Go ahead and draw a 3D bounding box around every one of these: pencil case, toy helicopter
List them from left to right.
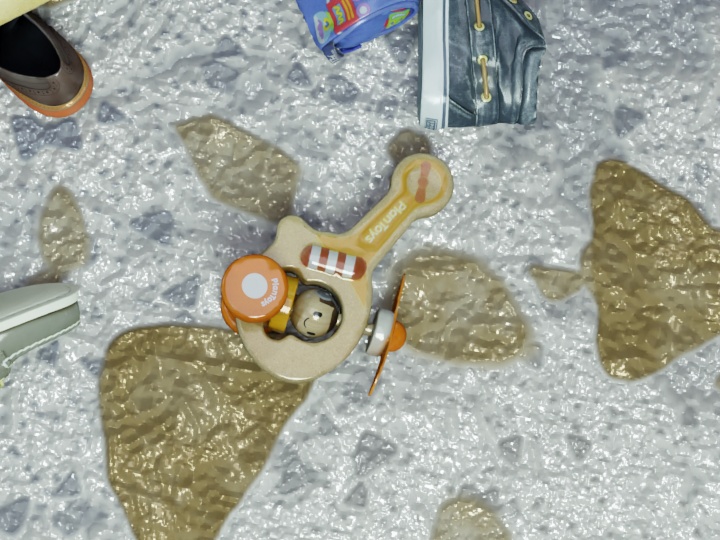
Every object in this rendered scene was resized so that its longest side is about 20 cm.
[{"bbox_3d":[-0.036,-0.251,1.266,0.078,0.087,0.200,-20,79,-49],"label":"pencil case"},{"bbox_3d":[0.000,0.000,1.224,0.132,0.079,0.200,42,78,5],"label":"toy helicopter"}]

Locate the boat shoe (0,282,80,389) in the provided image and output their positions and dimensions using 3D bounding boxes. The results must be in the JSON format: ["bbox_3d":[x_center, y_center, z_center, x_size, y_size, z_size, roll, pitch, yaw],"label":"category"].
[{"bbox_3d":[-0.287,0.067,1.207,0.201,0.072,0.060,-23,107,-15],"label":"boat shoe"}]

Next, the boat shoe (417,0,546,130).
[{"bbox_3d":[0.088,-0.203,1.269,0.091,0.071,0.201,1,87,-3],"label":"boat shoe"}]

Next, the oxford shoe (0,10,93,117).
[{"bbox_3d":[-0.282,-0.189,1.246,0.200,0.073,0.071,31,82,7],"label":"oxford shoe"}]

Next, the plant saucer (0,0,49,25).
[{"bbox_3d":[-0.332,-0.235,1.224,0.200,0.048,0.200,-29,57,-10],"label":"plant saucer"}]
